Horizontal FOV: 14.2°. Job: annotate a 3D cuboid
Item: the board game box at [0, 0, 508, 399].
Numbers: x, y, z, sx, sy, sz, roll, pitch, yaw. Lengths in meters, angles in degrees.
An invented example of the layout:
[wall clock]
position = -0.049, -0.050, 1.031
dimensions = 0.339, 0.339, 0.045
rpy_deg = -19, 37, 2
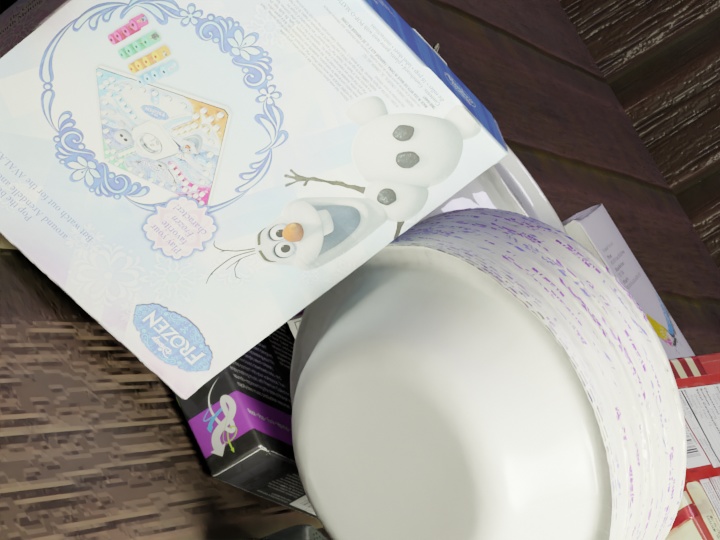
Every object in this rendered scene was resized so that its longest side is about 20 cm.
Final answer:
[board game box]
position = -0.071, -0.066, 1.318
dimensions = 0.200, 0.199, 0.043
rpy_deg = 45, 15, -30

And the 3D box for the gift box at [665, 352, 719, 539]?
[gift box]
position = 0.145, 0.159, 1.699
dimensions = 0.200, 0.187, 0.185
rpy_deg = 1, 57, -52

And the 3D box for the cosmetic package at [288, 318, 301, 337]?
[cosmetic package]
position = 0.000, 0.000, 1.722
dimensions = 0.200, 0.082, 0.051
rpy_deg = -87, 161, -68

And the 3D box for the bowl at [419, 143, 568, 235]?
[bowl]
position = 0.052, -0.018, 1.548
dimensions = 0.201, 0.090, 0.201
rpy_deg = 51, 12, -15

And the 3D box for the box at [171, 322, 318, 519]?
[box]
position = -0.075, 0.027, 1.495
dimensions = 0.200, 0.036, 0.143
rpy_deg = 65, 14, 23

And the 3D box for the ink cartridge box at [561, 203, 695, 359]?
[ink cartridge box]
position = 0.147, 0.077, 1.961
dimensions = 0.200, 0.147, 0.145
rpy_deg = 59, 12, 0

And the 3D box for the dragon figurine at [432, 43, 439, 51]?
[dragon figurine]
position = -0.035, -0.143, 1.814
dimensions = 0.100, 0.200, 0.059
rpy_deg = 99, -20, -44

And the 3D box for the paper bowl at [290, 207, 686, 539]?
[paper bowl]
position = 0.047, 0.079, 1.373
dimensions = 0.104, 0.201, 0.201
rpy_deg = -27, 84, -43

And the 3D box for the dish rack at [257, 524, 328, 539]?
[dish rack]
position = 0.006, 0.219, 1.312
dimensions = 0.153, 0.055, 0.200
rpy_deg = 47, 19, -36

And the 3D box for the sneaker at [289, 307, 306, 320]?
[sneaker]
position = -0.101, -0.043, 1.415
dimensions = 0.200, 0.075, 0.100
rpy_deg = 28, 26, -31
